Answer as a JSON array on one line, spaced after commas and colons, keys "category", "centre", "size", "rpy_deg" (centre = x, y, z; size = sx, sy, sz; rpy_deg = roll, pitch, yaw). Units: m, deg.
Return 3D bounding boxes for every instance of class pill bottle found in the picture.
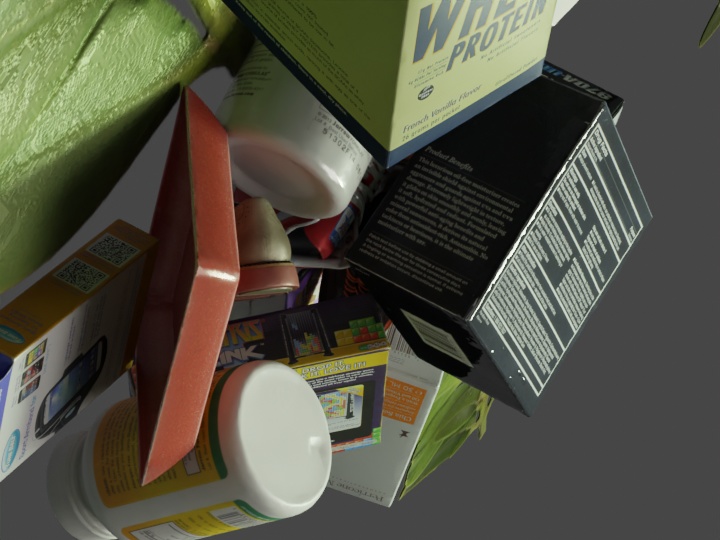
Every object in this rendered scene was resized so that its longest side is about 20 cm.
[{"category": "pill bottle", "centre": [-0.129, 0.139, 1.475], "size": [0.200, 0.113, 0.113], "rpy_deg": [-18, -166, 35]}, {"category": "pill bottle", "centre": [-0.021, -0.148, 1.469], "size": [0.114, 0.114, 0.200], "rpy_deg": [86, 29, -65]}]

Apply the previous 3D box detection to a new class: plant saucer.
[{"category": "plant saucer", "centre": [-0.118, 0.011, 1.383], "size": [0.200, 0.037, 0.200], "rpy_deg": [-98, -160, -50]}]

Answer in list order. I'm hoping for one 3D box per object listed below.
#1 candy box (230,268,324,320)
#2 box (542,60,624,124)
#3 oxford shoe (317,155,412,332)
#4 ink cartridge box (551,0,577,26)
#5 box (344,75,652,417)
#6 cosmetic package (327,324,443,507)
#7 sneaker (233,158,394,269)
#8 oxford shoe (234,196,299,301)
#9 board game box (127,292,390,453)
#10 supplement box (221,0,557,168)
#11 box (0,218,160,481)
[{"category": "candy box", "centre": [-0.043, -0.010, 1.755], "size": [0.200, 0.071, 0.168], "rpy_deg": [-51, 162, -35]}, {"category": "box", "centre": [0.121, -0.126, 1.851], "size": [0.046, 0.200, 0.159], "rpy_deg": [-47, 161, -53]}, {"category": "oxford shoe", "centre": [0.000, 0.000, 1.627], "size": [0.073, 0.071, 0.200], "rpy_deg": [-48, 160, -59]}, {"category": "ink cartridge box", "centre": [0.137, -0.312, 1.663], "size": [0.116, 0.067, 0.200], "rpy_deg": [-46, 132, -46]}, {"category": "box", "centre": [0.112, -0.026, 1.576], "size": [0.199, 0.123, 0.200], "rpy_deg": [-56, 151, -12]}, {"category": "cosmetic package", "centre": [0.009, 0.118, 1.817], "size": [0.200, 0.101, 0.071], "rpy_deg": [107, 1, -51]}, {"category": "sneaker", "centre": [-0.001, -0.076, 1.532], "size": [0.200, 0.113, 0.071], "rpy_deg": [-33, 137, 10]}, {"category": "oxford shoe", "centre": [-0.093, -0.015, 1.495], "size": [0.200, 0.070, 0.075], "rpy_deg": [170, -86, -66]}, {"category": "board game box", "centre": [-0.082, 0.098, 1.616], "size": [0.199, 0.057, 0.165], "rpy_deg": [-11, 148, -10]}, {"category": "supplement box", "centre": [0.013, -0.214, 1.239], "size": [0.134, 0.200, 0.200], "rpy_deg": [-32, 153, -24]}, {"category": "box", "centre": [-0.211, 0.060, 1.362], "size": [0.200, 0.041, 0.119], "rpy_deg": [-41, 155, -51]}]
